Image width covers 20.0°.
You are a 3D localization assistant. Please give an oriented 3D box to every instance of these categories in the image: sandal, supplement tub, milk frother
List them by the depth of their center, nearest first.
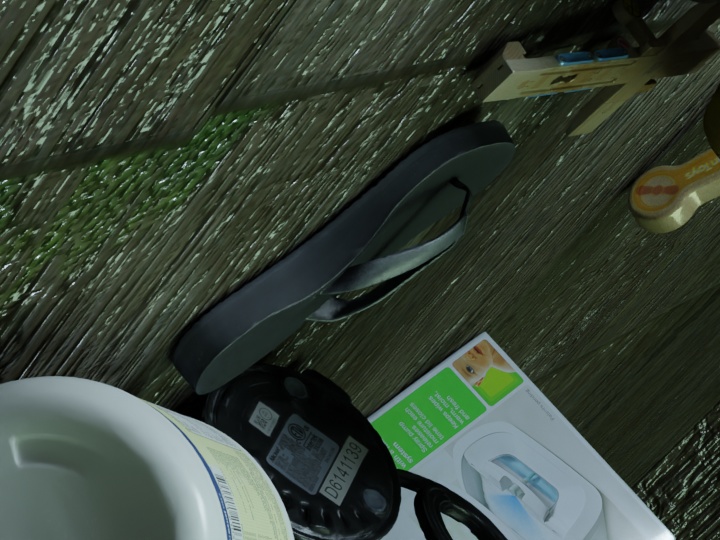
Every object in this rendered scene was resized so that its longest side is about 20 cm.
[{"bbox_3d":[-0.107,0.126,0.865,0.145,0.145,0.200,-42,166,0],"label":"supplement tub"},{"bbox_3d":[0.000,0.000,0.988,0.200,0.043,0.076,-38,166,-15],"label":"sandal"},{"bbox_3d":[-0.032,0.172,1.102,0.188,0.200,0.180,-51,167,34],"label":"milk frother"}]

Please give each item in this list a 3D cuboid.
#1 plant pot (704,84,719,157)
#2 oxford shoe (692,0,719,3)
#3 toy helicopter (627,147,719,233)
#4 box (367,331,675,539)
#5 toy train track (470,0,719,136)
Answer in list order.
[{"bbox_3d":[0.282,-0.094,0.959,0.200,0.200,0.176,-66,172,20],"label":"plant pot"},{"bbox_3d":[0.178,-0.181,0.909,0.200,0.071,0.071,139,-30,-65],"label":"oxford shoe"},{"bbox_3d":[0.274,-0.075,1.369,0.200,0.132,0.079,-28,140,14],"label":"toy helicopter"},{"bbox_3d":[0.078,0.178,1.413,0.176,0.200,0.097,-34,163,-28],"label":"box"},{"bbox_3d":[0.115,-0.109,1.009,0.200,0.033,0.115,-14,157,-51],"label":"toy train track"}]
